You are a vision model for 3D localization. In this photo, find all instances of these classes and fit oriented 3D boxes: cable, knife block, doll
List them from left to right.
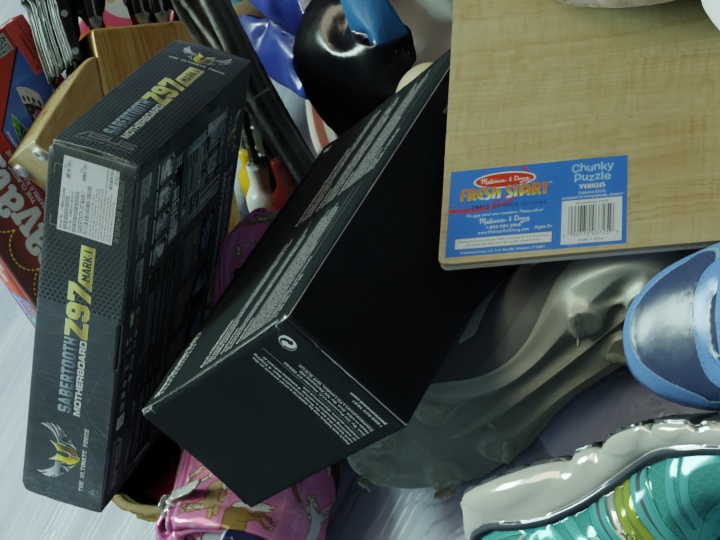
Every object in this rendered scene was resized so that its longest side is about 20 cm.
[{"bbox_3d":[-0.118,-0.109,1.080,0.176,0.199,0.064,-59,16,-20],"label":"knife block"},{"bbox_3d":[-0.061,-0.079,1.010,0.050,0.201,0.097,-35,33,-11],"label":"cable"},{"bbox_3d":[-0.014,-0.124,1.002,0.200,0.048,0.137,37,136,42],"label":"doll"}]

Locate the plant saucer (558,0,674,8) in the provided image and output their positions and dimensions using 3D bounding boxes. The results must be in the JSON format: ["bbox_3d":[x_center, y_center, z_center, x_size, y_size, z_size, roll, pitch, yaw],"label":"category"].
[{"bbox_3d":[0.161,-0.194,0.842,0.199,0.037,0.201,-20,33,14],"label":"plant saucer"}]

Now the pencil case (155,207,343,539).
[{"bbox_3d":[-0.049,0.068,0.958,0.082,0.087,0.201,-2,59,21],"label":"pencil case"}]

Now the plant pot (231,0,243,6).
[{"bbox_3d":[-0.048,-0.253,1.140,0.199,0.134,0.202,-30,46,37],"label":"plant pot"}]

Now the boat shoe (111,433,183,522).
[{"bbox_3d":[-0.123,0.102,1.052,0.199,0.066,0.075,14,78,55],"label":"boat shoe"}]

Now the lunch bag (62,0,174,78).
[{"bbox_3d":[-0.177,-0.130,1.234,0.176,0.081,0.202,-160,85,-78],"label":"lunch bag"}]

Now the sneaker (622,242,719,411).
[{"bbox_3d":[0.175,0.015,0.692,0.199,0.082,0.075,-8,80,43],"label":"sneaker"}]

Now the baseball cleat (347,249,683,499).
[{"bbox_3d":[0.075,0.031,0.864,0.199,0.070,0.107,-33,29,31],"label":"baseball cleat"}]

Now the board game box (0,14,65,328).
[{"bbox_3d":[-0.186,-0.040,1.093,0.103,0.201,0.019,-44,22,-32],"label":"board game box"}]

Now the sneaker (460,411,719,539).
[{"bbox_3d":[0.125,0.106,0.746,0.199,0.077,0.080,-30,65,44],"label":"sneaker"}]

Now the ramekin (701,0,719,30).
[{"bbox_3d":[0.216,-0.090,0.642,0.098,0.199,0.201,-57,34,21],"label":"ramekin"}]

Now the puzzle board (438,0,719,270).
[{"bbox_3d":[0.135,-0.072,0.809,0.198,0.017,0.152,-5,58,17],"label":"puzzle board"}]

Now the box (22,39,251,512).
[{"bbox_3d":[-0.115,0.000,0.950,0.158,0.051,0.201,-54,-22,-59],"label":"box"}]

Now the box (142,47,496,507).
[{"bbox_3d":[0.000,0.000,0.876,0.141,0.079,0.201,-30,22,50],"label":"box"}]

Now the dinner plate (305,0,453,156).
[{"bbox_3d":[0.042,-0.130,1.017,0.199,0.024,0.202,-20,63,44],"label":"dinner plate"}]
